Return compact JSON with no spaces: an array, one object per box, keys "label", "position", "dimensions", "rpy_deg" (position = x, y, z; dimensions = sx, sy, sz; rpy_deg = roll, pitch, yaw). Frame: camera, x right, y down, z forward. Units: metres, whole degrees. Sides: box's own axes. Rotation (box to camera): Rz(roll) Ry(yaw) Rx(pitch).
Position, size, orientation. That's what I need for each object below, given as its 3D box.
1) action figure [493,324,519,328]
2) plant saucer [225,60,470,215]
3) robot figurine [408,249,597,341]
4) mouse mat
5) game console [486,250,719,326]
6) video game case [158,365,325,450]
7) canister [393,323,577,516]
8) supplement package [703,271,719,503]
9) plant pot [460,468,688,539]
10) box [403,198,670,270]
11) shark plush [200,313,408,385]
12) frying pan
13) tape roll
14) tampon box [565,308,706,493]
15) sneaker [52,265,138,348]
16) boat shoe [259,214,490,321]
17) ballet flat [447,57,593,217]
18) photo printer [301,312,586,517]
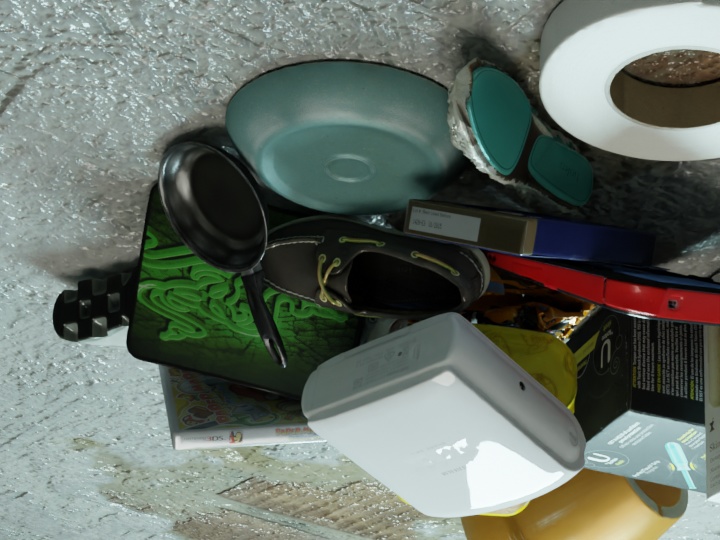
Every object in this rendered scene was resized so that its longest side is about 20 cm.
[{"label":"action figure","position":[0.085,0.111,1.659],"dimensions":[0.199,0.106,0.193],"rpy_deg":[-14,158,37]},{"label":"plant saucer","position":[-0.007,-0.091,1.336],"dimensions":[0.198,0.036,0.200],"rpy_deg":[4,154,2]},{"label":"robot figurine","position":[0.112,0.021,1.515],"dimensions":[0.198,0.059,0.145],"rpy_deg":[9,154,-8]},{"label":"mouse mat","position":[-0.092,0.021,1.451],"dimensions":[0.198,0.163,0.008],"rpy_deg":[13,-162,6]},{"label":"game console","position":[0.225,0.010,1.387],"dimensions":[0.198,0.031,0.176],"rpy_deg":[7,-171,-37]},{"label":"video game case","position":[-0.088,0.105,1.570],"dimensions":[0.180,0.200,0.023],"rpy_deg":[-3,112,-10]},{"label":"canister","position":[0.104,0.139,1.557],"dimensions":[0.147,0.087,0.201],"rpy_deg":[6,146,-2]},{"label":"supplement package","position":[0.387,0.090,1.447],"dimensions":[0.149,0.202,0.152],"rpy_deg":[14,152,-19]},{"label":"plant pot","position":[0.235,0.242,1.817],"dimensions":[0.199,0.202,0.183],"rpy_deg":[26,131,-37]},{"label":"box","position":[0.143,-0.027,1.355],"dimensions":[0.120,0.033,0.199],"rpy_deg":[12,-176,43]},{"label":"shark plush","position":[-0.044,0.063,1.505],"dimensions":[0.198,0.091,0.084],"rpy_deg":[-7,130,32]},{"label":"frying pan","position":[-0.090,-0.024,1.381],"dimensions":[0.190,0.031,0.115],"rpy_deg":[50,139,2]},{"label":"tape roll","position":[0.222,-0.140,1.198],"dimensions":[0.200,0.037,0.203],"rpy_deg":[4,154,2]},{"label":"tampon box","position":[0.303,0.114,1.594],"dimensions":[0.198,0.127,0.150],"rpy_deg":[13,152,-14]},{"label":"sneaker","position":[-0.180,0.034,1.590],"dimensions":[0.198,0.075,0.088],"rpy_deg":[-6,163,33]},{"label":"boat shoe","position":[0.000,0.000,1.385],"dimensions":[0.199,0.073,0.061],"rpy_deg":[4,-161,17]},{"label":"ballet flat","position":[0.103,-0.093,1.282],"dimensions":[0.071,0.072,0.200],"rpy_deg":[-11,151,30]},{"label":"photo printer","position":[0.075,0.128,1.411],"dimensions":[0.165,0.070,0.200],"rpy_deg":[-22,132,34]}]
